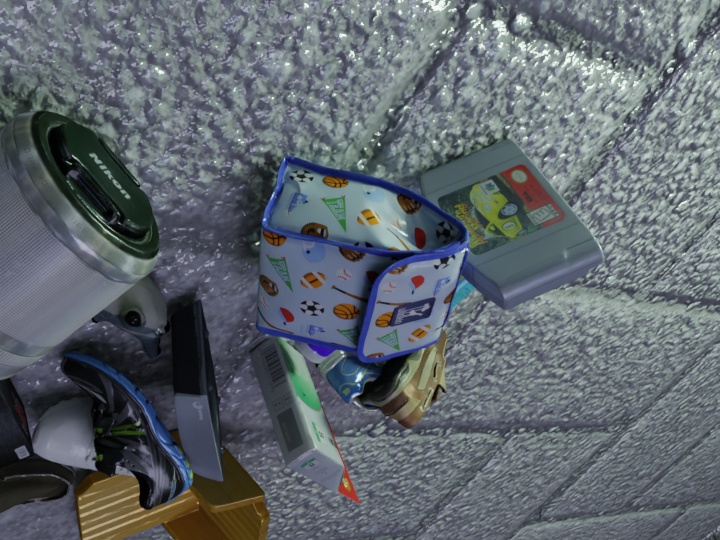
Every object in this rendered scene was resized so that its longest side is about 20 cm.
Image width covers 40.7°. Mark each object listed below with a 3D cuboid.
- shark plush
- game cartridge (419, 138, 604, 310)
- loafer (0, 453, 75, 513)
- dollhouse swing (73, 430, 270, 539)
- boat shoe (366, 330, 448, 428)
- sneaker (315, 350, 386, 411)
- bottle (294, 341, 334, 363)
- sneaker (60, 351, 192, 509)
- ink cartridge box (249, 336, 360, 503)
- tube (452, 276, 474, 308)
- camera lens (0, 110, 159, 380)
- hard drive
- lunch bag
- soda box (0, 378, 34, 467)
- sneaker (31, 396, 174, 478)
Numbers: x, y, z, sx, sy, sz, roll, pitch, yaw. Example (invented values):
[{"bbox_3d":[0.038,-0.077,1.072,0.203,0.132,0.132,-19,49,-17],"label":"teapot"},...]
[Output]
[{"bbox_3d":[-0.243,0.033,0.997,0.082,0.092,0.200,-7,164,4],"label":"shark plush"},{"bbox_3d":[0.144,-0.052,1.009,0.132,0.201,0.041,-25,138,-6],"label":"game cartridge"},{"bbox_3d":[-0.420,0.256,1.109,0.198,0.070,0.075,5,133,-38],"label":"loafer"},{"bbox_3d":[-0.243,0.330,1.252,0.175,0.182,0.201,-31,151,-34],"label":"dollhouse swing"},{"bbox_3d":[0.070,0.136,1.225,0.075,0.074,0.200,-36,-176,31],"label":"boat shoe"},{"bbox_3d":[0.021,0.155,1.286,0.199,0.077,0.076,18,123,-48],"label":"sneaker"},{"bbox_3d":[0.006,0.027,1.116,0.200,0.065,0.084,-42,-175,19],"label":"bottle"},{"bbox_3d":[-0.258,0.173,1.041,0.082,0.071,0.201,-38,107,-22],"label":"sneaker"},{"bbox_3d":[-0.052,0.189,1.205,0.050,0.162,0.200,-32,145,11],"label":"ink cartridge box"},{"bbox_3d":[0.099,0.036,1.220,0.199,0.051,0.077,-36,174,7],"label":"tube"},{"bbox_3d":[-0.277,-0.018,0.793,0.199,0.161,0.160,-36,144,10],"label":"camera lens"},{"bbox_3d":[-0.181,0.140,1.082,0.042,0.136,0.201,-6,145,-7],"label":"hard drive"},{"bbox_3d":[0.000,0.000,0.976,0.197,0.125,0.171,13,140,1],"label":"lunch bag"},{"bbox_3d":[-0.385,0.118,0.963,0.063,0.071,0.201,-17,143,-14],"label":"soda box"},{"bbox_3d":[-0.281,0.199,1.108,0.199,0.080,0.077,20,96,-53],"label":"sneaker"}]
